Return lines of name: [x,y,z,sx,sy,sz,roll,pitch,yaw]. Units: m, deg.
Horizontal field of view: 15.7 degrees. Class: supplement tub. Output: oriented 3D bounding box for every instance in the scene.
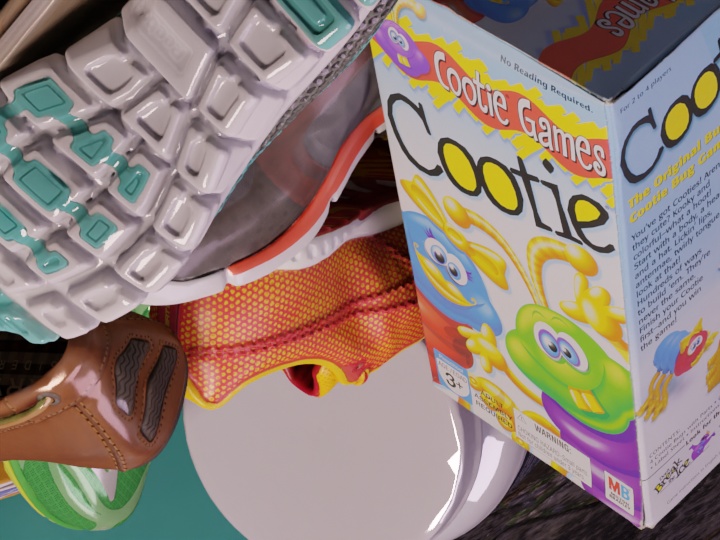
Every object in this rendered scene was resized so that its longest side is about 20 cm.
supplement tub: [0.023,0.037,1.114,0.140,0.140,0.200,-42,176,28]

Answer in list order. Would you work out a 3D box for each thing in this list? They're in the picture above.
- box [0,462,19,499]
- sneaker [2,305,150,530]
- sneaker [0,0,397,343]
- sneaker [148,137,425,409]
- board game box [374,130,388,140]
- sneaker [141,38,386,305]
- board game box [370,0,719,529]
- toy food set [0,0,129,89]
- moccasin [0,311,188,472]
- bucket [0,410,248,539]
box: [-0.187,0.085,1.055,0.200,0.042,0.119,-18,176,-46]
sneaker: [-0.079,0.019,0.948,0.074,0.084,0.200,-16,132,-46]
sneaker: [-0.042,-0.055,0.739,0.200,0.078,0.091,-42,176,26]
sneaker: [0.000,0.000,0.915,0.200,0.073,0.077,-12,121,-42]
board game box: [0.045,-0.089,0.987,0.200,0.046,0.151,-36,168,33]
sneaker: [-0.021,-0.072,0.824,0.200,0.077,0.082,-41,151,-25]
board game box: [0.081,-0.033,0.829,0.105,0.103,0.200,-40,144,-24]
toy food set: [-0.094,-0.088,0.795,0.200,0.060,0.143,-44,172,35]
moccasin: [-0.154,0.032,0.854,0.078,0.201,0.074,35,68,-49]
bucket: [-0.082,0.145,1.205,0.207,0.207,0.135,-35,158,6]
